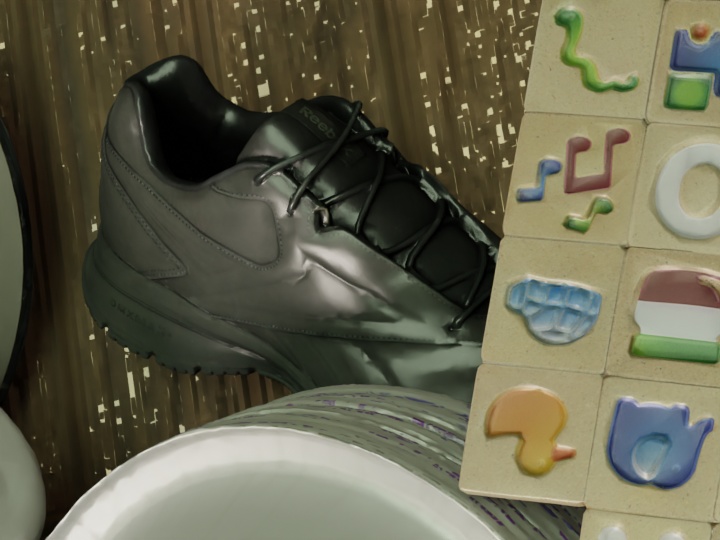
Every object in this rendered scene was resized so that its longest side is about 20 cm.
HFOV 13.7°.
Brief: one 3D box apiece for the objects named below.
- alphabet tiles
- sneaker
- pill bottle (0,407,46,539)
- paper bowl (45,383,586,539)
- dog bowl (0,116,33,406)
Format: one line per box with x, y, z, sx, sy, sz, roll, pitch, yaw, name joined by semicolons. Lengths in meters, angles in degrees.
0.113;-0.001;0.732;0.166;0.006;0.200;5;76;21;alphabet tiles
0.000;0.000;0.856;0.200;0.076;0.091;20;129;25;sneaker
-0.173;0.124;0.874;0.111;0.111;0.200;43;125;27;pill bottle
-0.012;0.136;0.798;0.200;0.104;0.201;7;103;31;paper bowl
-0.208;-0.003;0.947;0.200;0.074;0.201;1;92;24;dog bowl
